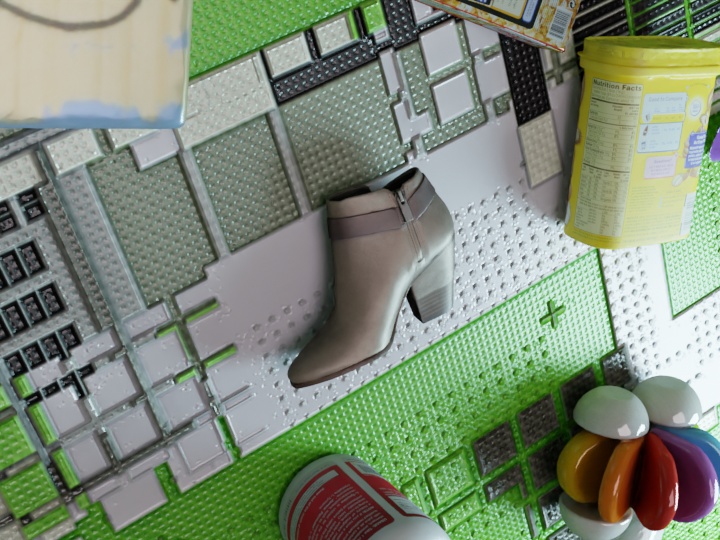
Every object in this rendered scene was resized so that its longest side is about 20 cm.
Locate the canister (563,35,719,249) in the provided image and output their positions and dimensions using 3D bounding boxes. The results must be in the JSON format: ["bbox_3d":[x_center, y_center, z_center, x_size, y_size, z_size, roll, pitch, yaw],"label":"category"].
[{"bbox_3d":[0.282,-0.130,1.072,0.148,0.087,0.200,-7,112,-29],"label":"canister"}]

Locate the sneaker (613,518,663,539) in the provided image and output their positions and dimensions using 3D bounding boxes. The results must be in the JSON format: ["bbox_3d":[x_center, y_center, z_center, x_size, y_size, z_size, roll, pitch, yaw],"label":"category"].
[{"bbox_3d":[0.334,0.388,1.294,0.070,0.080,0.201,16,97,-33],"label":"sneaker"}]

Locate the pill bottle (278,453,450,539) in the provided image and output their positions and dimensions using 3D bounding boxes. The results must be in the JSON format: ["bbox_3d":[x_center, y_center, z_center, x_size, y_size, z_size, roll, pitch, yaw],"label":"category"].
[{"bbox_3d":[0.015,0.258,0.975,0.112,0.200,0.113,-11,112,-28],"label":"pill bottle"}]

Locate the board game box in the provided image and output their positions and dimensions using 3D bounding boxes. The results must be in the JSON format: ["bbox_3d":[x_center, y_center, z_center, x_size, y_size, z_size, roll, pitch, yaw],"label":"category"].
[{"bbox_3d":[0.121,-0.294,0.937,0.200,0.046,0.152,12,101,-34],"label":"board game box"}]

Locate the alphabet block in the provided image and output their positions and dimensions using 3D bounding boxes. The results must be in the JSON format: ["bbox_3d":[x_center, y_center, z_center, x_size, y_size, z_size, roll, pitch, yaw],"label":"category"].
[{"bbox_3d":[-0.222,-0.203,0.668,0.195,0.196,0.200,-5,110,-32],"label":"alphabet block"}]

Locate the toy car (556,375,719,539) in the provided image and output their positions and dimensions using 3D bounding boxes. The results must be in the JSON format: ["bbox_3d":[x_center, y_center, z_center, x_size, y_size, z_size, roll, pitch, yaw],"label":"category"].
[{"bbox_3d":[0.325,0.222,1.184,0.200,0.150,0.175,-6,110,-30],"label":"toy car"}]

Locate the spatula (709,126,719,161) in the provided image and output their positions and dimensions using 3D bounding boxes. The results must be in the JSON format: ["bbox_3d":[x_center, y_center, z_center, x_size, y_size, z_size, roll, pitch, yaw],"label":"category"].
[{"bbox_3d":[0.412,-0.216,1.159,0.056,0.021,0.200,-10,110,-42],"label":"spatula"}]

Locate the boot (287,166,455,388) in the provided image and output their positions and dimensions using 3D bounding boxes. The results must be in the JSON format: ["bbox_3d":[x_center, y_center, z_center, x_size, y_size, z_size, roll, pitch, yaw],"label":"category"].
[{"bbox_3d":[0.000,0.000,0.963,0.200,0.070,0.146,-29,114,-21],"label":"boot"}]
